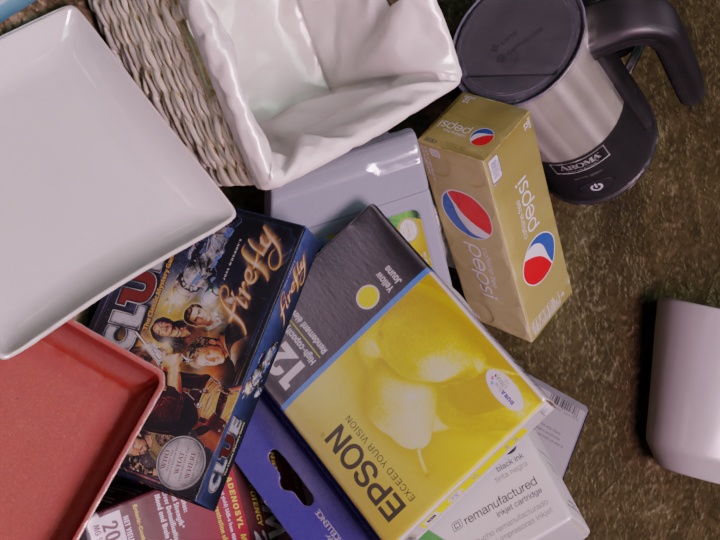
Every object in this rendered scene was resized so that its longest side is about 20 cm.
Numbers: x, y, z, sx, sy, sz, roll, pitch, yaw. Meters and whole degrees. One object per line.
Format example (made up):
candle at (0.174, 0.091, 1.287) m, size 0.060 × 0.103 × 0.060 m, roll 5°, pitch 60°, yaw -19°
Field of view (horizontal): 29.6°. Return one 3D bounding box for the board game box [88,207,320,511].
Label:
board game box at (-0.126, 0.050, 0.954) m, size 0.202 × 0.134 × 0.035 m, roll -69°, pitch 155°, yaw -15°

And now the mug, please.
mug at (0.351, 0.121, 1.282) m, size 0.184 × 0.149 × 0.155 m, roll 14°, pitch 89°, yaw -27°

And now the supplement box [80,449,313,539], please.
supplement box at (-0.113, 0.193, 1.002) m, size 0.198 × 0.061 × 0.110 m, roll -19°, pitch 100°, yaw -34°

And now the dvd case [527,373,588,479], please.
dvd case at (0.088, 0.152, 1.089) m, size 0.149 × 0.025 × 0.201 m, roll 29°, pitch 50°, yaw 1°

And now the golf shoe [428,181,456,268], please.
golf shoe at (0.057, -0.033, 1.120) m, size 0.199 × 0.078 × 0.098 m, roll -38°, pitch 116°, yaw -28°

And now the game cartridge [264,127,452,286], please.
game cartridge at (0.000, 0.000, 1.036) m, size 0.131 × 0.041 × 0.202 m, roll -16°, pitch 122°, yaw 1°

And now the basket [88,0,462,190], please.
basket at (-0.065, -0.182, 0.979) m, size 0.199 × 0.160 × 0.200 m, roll -31°, pitch 107°, yaw -31°

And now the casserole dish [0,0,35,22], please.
casserole dish at (-0.270, -0.223, 0.915) m, size 0.200 × 0.039 × 0.122 m, roll -41°, pitch 112°, yaw -29°

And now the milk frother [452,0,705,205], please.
milk frother at (0.174, -0.194, 1.147) m, size 0.188 × 0.179 × 0.202 m, roll 38°, pitch 22°, yaw -53°

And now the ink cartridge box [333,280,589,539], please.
ink cartridge box at (0.052, 0.131, 0.981) m, size 0.202 × 0.146 × 0.083 m, roll 62°, pitch 7°, yaw 25°

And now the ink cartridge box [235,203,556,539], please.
ink cartridge box at (-0.002, 0.090, 0.943) m, size 0.200 × 0.198 × 0.047 m, roll -43°, pitch 155°, yaw 1°

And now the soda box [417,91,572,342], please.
soda box at (0.110, -0.039, 1.085) m, size 0.064 × 0.067 × 0.201 m, roll -46°, pitch 138°, yaw -27°

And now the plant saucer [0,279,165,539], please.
plant saucer at (-0.257, 0.109, 0.878) m, size 0.198 × 0.037 × 0.202 m, roll 29°, pitch 72°, yaw -3°

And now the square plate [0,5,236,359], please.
square plate at (-0.216, -0.063, 0.912) m, size 0.197 × 0.028 × 0.201 m, roll -33°, pitch 79°, yaw -31°
